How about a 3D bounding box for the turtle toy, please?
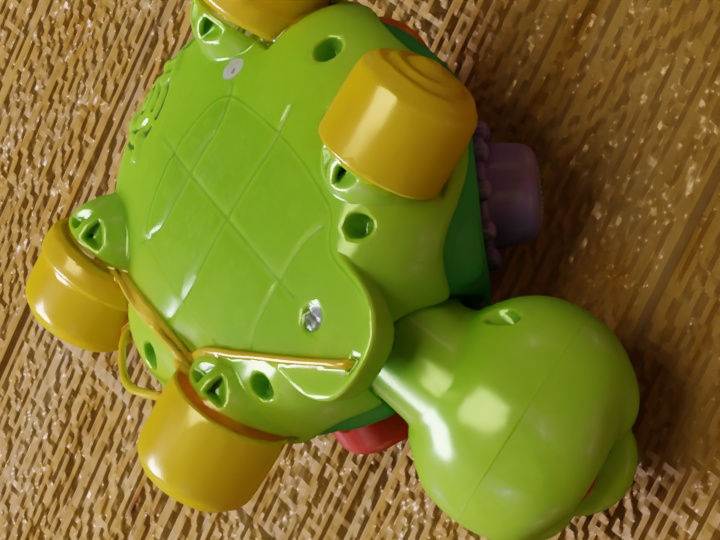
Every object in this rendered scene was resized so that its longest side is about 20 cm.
[{"bbox_3d":[0.000,0.000,0.812,0.200,0.101,0.146,50,117,39],"label":"turtle toy"}]
